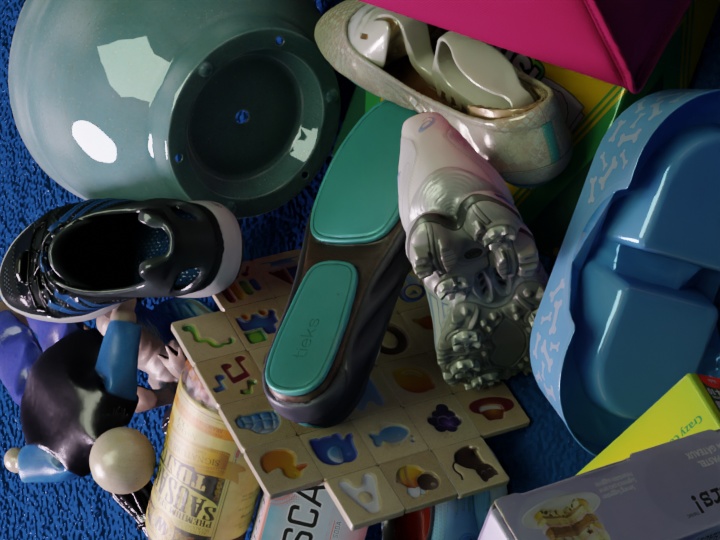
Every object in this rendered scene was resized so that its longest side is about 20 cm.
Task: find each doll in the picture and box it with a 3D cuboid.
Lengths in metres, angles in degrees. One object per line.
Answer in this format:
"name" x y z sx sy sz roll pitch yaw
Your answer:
"doll" -0.178 0.065 1.251 0.137 0.048 0.200 -52 43 13

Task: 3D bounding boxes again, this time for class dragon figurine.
"dragon figurine" -0.124 0.051 1.339 0.200 0.099 0.059 39 112 14

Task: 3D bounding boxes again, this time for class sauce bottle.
"sauce bottle" -0.093 0.138 1.210 0.066 0.066 0.200 40 126 41

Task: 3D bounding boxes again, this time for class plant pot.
"plant pot" -0.095 -0.108 1.232 0.134 0.200 0.201 36 108 49

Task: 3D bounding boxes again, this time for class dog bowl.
"dog bowl" 0.153 -0.002 1.045 0.050 0.111 0.201 35 108 57

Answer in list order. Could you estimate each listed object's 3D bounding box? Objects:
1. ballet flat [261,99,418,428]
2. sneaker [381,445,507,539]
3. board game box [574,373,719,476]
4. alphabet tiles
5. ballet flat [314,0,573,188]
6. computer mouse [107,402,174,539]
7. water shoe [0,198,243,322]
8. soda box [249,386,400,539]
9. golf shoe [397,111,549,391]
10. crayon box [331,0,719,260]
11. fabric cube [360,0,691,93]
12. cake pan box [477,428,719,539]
"ballet flat" 0.000 0.000 1.136 0.073 0.073 0.200 -4 57 44
"sneaker" 0.043 0.185 1.128 0.078 0.090 0.200 -35 60 35
"board game box" 0.139 0.135 1.033 0.200 0.101 0.048 -46 53 29
"alphabet tiles" -0.006 0.059 1.158 0.200 0.166 0.006 56 147 36
"ballet flat" 0.044 -0.116 1.113 0.067 0.062 0.200 -38 50 -20
"computer mouse" -0.066 0.122 1.256 0.200 0.046 0.141 -33 90 16
"water shoe" -0.158 -0.013 1.178 0.200 0.079 0.072 -10 79 41
"soda box" -0.032 0.156 1.202 0.068 0.063 0.201 -107 32 -80
"golf shoe" 0.063 -0.010 1.095 0.078 0.200 0.097 -17 58 0
"crayon box" 0.090 -0.113 1.158 0.200 0.058 0.173 27 102 44
"fabric cube" 0.071 -0.236 0.988 0.199 0.196 0.200 24 75 30
"cake pan box" 0.130 0.150 0.940 0.052 0.200 0.184 59 148 31
